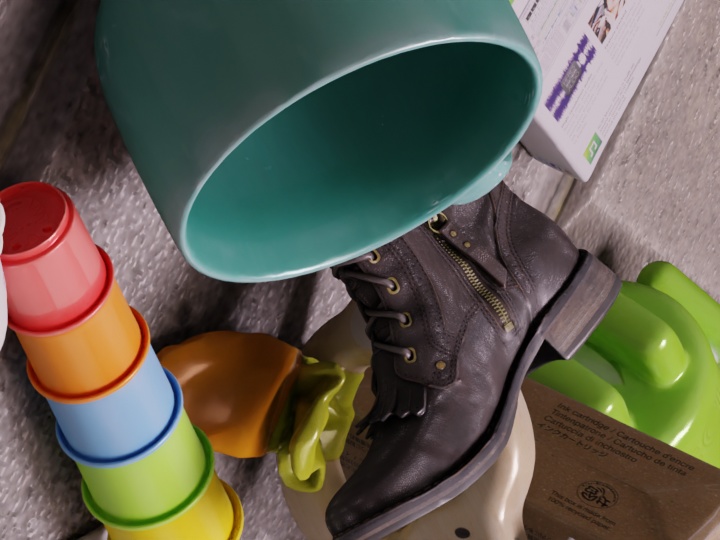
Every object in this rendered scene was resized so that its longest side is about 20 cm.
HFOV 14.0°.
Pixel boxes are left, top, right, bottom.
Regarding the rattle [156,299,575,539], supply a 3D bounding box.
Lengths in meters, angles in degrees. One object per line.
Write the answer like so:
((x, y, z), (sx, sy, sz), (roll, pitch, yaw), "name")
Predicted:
((0.020, 0.100, 1.232), (0.130, 0.200, 0.143), (-37, 159, 9), "rattle")

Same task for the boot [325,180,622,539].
((0.000, 0.000, 1.196), (0.200, 0.174, 0.069), (-49, -171, -33), "boot")

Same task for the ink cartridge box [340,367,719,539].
((0.079, 0.139, 1.361), (0.075, 0.199, 0.165), (-40, 143, -37), "ink cartridge box")

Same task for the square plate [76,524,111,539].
((-0.150, 0.220, 1.221), (0.198, 0.028, 0.201), (-29, 134, -48), "square plate")

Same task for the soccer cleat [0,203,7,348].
((-0.152, -0.008, 0.990), (0.070, 0.086, 0.200), (-53, 149, -21), "soccer cleat")

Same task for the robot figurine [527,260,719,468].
((0.135, 0.082, 1.498), (0.176, 0.115, 0.200), (-51, 148, -13), "robot figurine")

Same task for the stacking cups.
((-0.103, 0.042, 1.148), (0.061, 0.060, 0.201), (-50, 140, -26), "stacking cups")

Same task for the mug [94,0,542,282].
((-0.022, -0.078, 1.104), (0.151, 0.115, 0.185), (-24, 157, -10), "mug")

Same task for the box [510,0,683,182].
((0.095, -0.144, 1.352), (0.145, 0.036, 0.200), (-61, 152, -9), "box")
